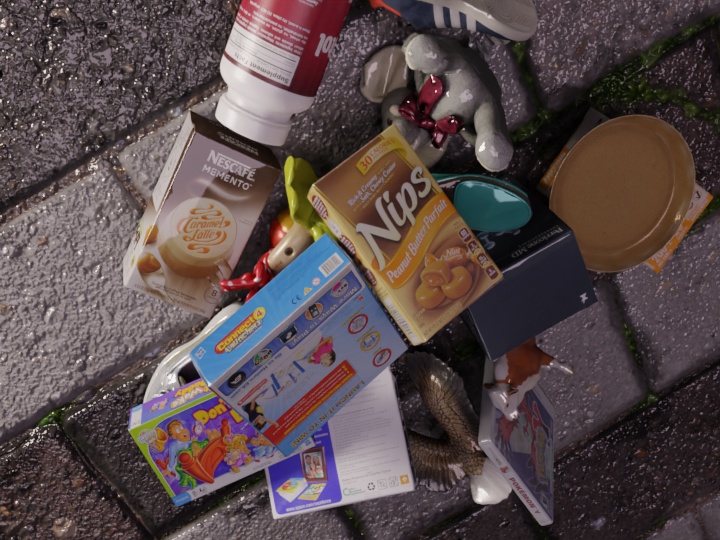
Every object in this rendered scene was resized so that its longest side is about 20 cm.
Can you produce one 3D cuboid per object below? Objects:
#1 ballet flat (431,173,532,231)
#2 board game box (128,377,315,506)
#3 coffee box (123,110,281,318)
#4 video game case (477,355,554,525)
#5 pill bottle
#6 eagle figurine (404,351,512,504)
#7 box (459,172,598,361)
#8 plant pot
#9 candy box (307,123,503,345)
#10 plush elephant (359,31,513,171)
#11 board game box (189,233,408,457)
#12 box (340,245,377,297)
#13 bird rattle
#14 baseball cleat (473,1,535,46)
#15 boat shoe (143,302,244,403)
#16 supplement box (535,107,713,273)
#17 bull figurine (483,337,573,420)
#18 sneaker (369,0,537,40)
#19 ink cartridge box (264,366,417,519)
[{"bbox_3d":[0.101,-0.088,1.039,0.195,0.071,0.069,2,119,-3],"label":"ballet flat"},{"bbox_3d":[-0.172,0.197,1.121,0.196,0.045,0.136,-24,118,2],"label":"board game box"},{"bbox_3d":[-0.188,-0.064,1.044,0.112,0.080,0.203,21,108,-23],"label":"coffee box"},{"bbox_3d":[0.218,0.210,1.221,0.023,0.202,0.183,-21,123,28],"label":"video game case"},{"bbox_3d":[-0.085,-0.247,0.969,0.111,0.113,0.203,17,110,-21],"label":"pill bottle"},{"bbox_3d":[0.116,0.230,1.231,0.198,0.154,0.150,35,138,-22],"label":"eagle figurine"},{"bbox_3d":[0.172,-0.010,1.097,0.146,0.201,0.108,-28,119,-1],"label":"box"},{"bbox_3d":[0.322,-0.096,1.112,0.195,0.028,0.205,-5,114,-11],"label":"plant pot"},{"bbox_3d":[0.047,-0.037,0.950,0.115,0.055,0.202,-36,90,-14],"label":"candy box"},{"bbox_3d":[0.077,-0.185,1.027,0.154,0.201,0.165,-33,109,28],"label":"plush elephant"},{"bbox_3d":[-0.062,0.090,1.006,0.199,0.056,0.197,-40,142,-5],"label":"board game box"},{"bbox_3d":[0.000,0.000,1.121,0.069,0.064,0.203,28,106,5],"label":"box"},{"bbox_3d":[-0.077,-0.027,1.043,0.111,0.163,0.202,30,105,-4],"label":"bird rattle"},{"bbox_3d":[0.124,-0.350,1.012,0.199,0.070,0.107,37,94,-35],"label":"baseball cleat"},{"bbox_3d":[-0.202,0.129,1.137,0.201,0.065,0.074,-43,117,8],"label":"boat shoe"},{"bbox_3d":[0.347,-0.103,1.173,0.197,0.074,0.127,28,104,-24],"label":"supplement box"},{"bbox_3d":[0.209,0.095,1.175,0.119,0.204,0.065,9,151,-30],"label":"bull figurine"},{"bbox_3d":[0.098,-0.288,0.965,0.196,0.084,0.077,14,69,-25],"label":"sneaker"},{"bbox_3d":[-0.038,0.208,1.187,0.193,0.043,0.205,-12,85,5],"label":"ink cartridge box"}]
